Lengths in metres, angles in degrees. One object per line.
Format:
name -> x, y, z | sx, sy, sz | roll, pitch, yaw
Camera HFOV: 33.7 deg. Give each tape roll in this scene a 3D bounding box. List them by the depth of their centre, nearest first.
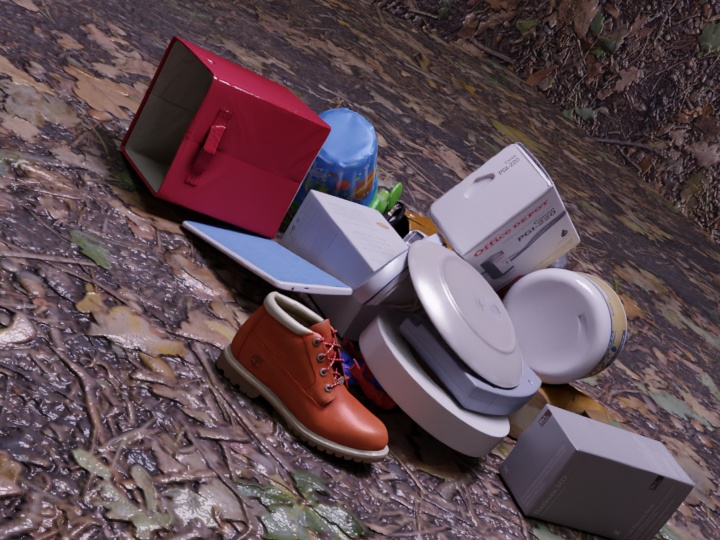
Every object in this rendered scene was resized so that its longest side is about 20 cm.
tape roll -> 0.084, 0.126, 1.350 | 0.203, 0.037, 0.203 | 38, 15, -12

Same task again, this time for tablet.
tablet -> -0.116, -0.015, 1.451 | 0.130, 0.014, 0.200 | 7, 17, -47

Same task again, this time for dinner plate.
dinner plate -> 0.127, 0.043, 1.354 | 0.200, 0.024, 0.200 | 42, 26, -26

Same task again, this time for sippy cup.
sippy cup -> -0.034, -0.150, 1.635 | 0.177, 0.130, 0.140 | 1, 63, -9

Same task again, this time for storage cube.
storage cube -> -0.176, -0.172, 1.534 | 0.180, 0.171, 0.200 | 20, 15, -33

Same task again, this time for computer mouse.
computer mouse -> 0.078, -0.019, 1.733 | 0.200, 0.110, 0.044 | 34, -7, -34

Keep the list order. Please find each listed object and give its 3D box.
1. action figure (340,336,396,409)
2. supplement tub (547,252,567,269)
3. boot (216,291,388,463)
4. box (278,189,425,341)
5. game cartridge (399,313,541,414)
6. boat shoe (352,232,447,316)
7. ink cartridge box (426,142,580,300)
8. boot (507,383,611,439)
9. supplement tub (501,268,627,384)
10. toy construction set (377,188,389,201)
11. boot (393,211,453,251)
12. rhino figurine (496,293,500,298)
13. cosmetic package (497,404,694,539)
action figure -> -0.014, 0.109, 1.331 | 0.200, 0.052, 0.065 | 27, 18, -24
supplement tub -> 0.210, 0.005, 1.688 | 0.122, 0.200, 0.123 | 28, 19, -11
boot -> -0.041, 0.109, 1.201 | 0.200, 0.107, 0.075 | 36, 18, 6
box -> 0.000, 0.000, 1.531 | 0.124, 0.098, 0.200 | 15, 26, -39
game cartridge -> 0.135, 0.108, 1.376 | 0.133, 0.041, 0.200 | 45, 18, 24
boat shoe -> 0.064, 0.021, 1.387 | 0.086, 0.075, 0.202 | 55, 27, 3
ink cartridge box -> 0.186, -0.057, 1.513 | 0.085, 0.146, 0.200 | 55, 5, 29
boot -> 0.224, 0.171, 1.537 | 0.201, 0.071, 0.144 | 19, 9, -12
supplement tub -> 0.269, 0.072, 1.559 | 0.145, 0.145, 0.200 | 39, 12, 18
toy construction set -> -0.016, -0.119, 1.798 | 0.200, 0.092, 0.131 | 54, 3, 29
boot -> 0.112, -0.066, 1.873 | 0.144, 0.071, 0.201 | 28, 25, -20
rhino figurine -> 0.127, 0.046, 1.555 | 0.087, 0.060, 0.200 | 22, -15, -10
cosmetic package -> 0.271, 0.237, 1.368 | 0.200, 0.107, 0.090 | 17, 25, -33
